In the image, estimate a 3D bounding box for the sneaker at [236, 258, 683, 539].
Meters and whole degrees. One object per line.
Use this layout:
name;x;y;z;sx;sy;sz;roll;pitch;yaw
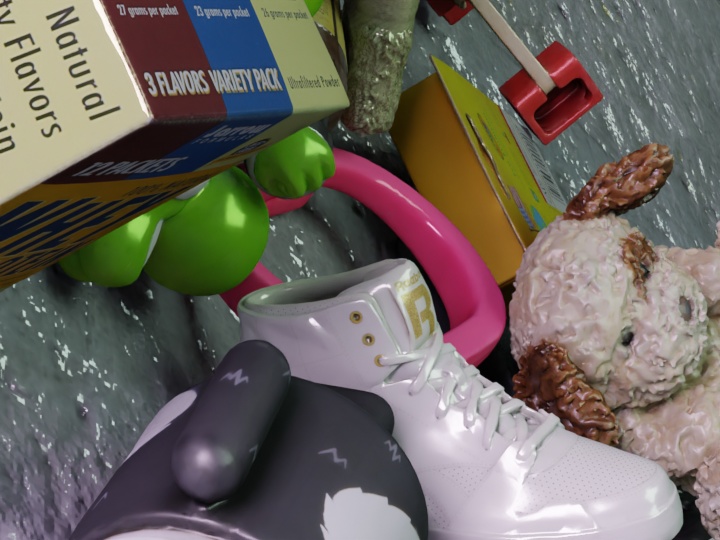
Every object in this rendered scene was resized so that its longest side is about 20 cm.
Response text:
sneaker;0.035;0.055;0.882;0.074;0.199;0.116;-41;131;-58

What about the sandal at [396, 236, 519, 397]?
sandal;0.073;0.067;1.174;0.200;0.043;0.076;60;16;7

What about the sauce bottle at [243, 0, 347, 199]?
sauce bottle;-0.038;-0.101;1.039;0.065;0.065;0.200;51;16;-25

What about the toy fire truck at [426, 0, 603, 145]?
toy fire truck;0.058;-0.180;1.296;0.200;0.049;0.141;47;6;-33

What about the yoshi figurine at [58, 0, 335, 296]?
yoshi figurine;-0.059;-0.073;0.919;0.112;0.200;0.112;28;-11;-4

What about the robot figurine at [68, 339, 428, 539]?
robot figurine;-0.044;0.117;0.787;0.150;0.125;0.200;52;31;-13

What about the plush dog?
plush dog;0.141;0.035;1.103;0.172;0.160;0.200;38;55;-40

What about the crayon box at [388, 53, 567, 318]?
crayon box;0.075;-0.039;1.201;0.127;0.051;0.200;65;13;17

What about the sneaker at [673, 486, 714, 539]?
sneaker;0.153;0.122;1.211;0.112;0.073;0.200;64;5;2

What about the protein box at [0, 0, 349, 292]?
protein box;-0.149;-0.098;0.702;0.135;0.200;0.199;-14;79;-64

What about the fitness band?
fitness band;0.000;0.000;1.029;0.144;0.037;0.200;42;24;10

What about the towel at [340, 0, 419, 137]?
towel;0.011;-0.161;1.134;0.200;0.036;0.149;-94;-166;-69
